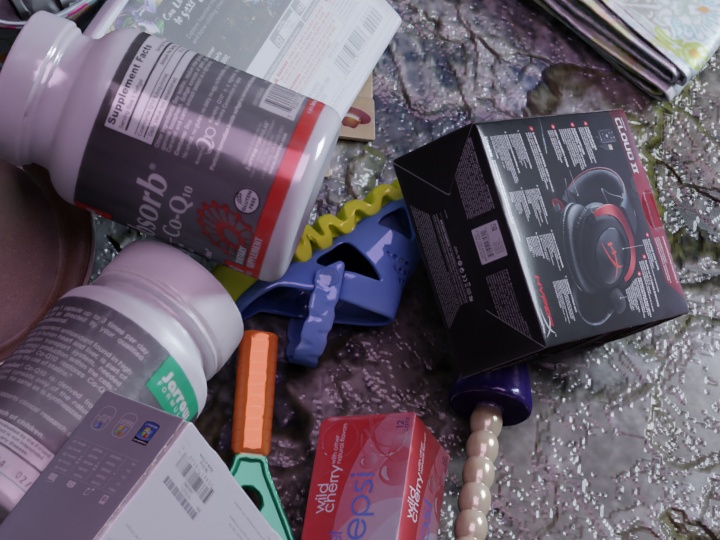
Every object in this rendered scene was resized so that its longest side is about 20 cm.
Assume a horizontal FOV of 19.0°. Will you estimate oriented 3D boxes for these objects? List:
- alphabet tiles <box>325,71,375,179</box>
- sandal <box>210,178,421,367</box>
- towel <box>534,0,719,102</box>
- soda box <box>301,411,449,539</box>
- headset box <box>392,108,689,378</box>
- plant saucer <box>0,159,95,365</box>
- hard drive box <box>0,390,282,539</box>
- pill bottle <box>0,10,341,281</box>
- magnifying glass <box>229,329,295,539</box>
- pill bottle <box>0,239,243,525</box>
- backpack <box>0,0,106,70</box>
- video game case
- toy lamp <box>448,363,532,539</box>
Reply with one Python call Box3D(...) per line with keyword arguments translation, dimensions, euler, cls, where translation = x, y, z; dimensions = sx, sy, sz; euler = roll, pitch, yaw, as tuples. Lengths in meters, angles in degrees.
Box3D(translation=(-0.071, -0.158, 1.511), dimensions=(0.165, 0.006, 0.202), euler=(6, 63, -15), cls="alphabet tiles")
Box3D(translation=(0.000, 0.000, 1.419), dimensions=(0.199, 0.080, 0.087), euler=(-27, 78, -18), cls="sandal")
Box3D(translation=(0.216, -0.240, 1.618), dimensions=(0.171, 0.048, 0.200), euler=(39, 60, 1), cls="towel")
Box3D(translation=(0.002, 0.189, 1.312), dimensions=(0.069, 0.063, 0.201), euler=(-5, 59, 24), cls="soda box")
Box3D(translation=(0.127, -0.022, 1.412), dimensions=(0.199, 0.075, 0.150), euler=(-11, 81, -51), cls="headset box")
Box3D(translation=(-0.268, -0.021, 1.368), dimensions=(0.198, 0.032, 0.202), euler=(7, 62, -13), cls="plant saucer")
Box3D(translation=(-0.141, 0.196, 1.207), dimensions=(0.076, 0.156, 0.200), euler=(14, 58, 42), cls="hard drive box")
Box3D(translation=(-0.121, -0.080, 1.325), dimensions=(0.199, 0.116, 0.116), euler=(21, 60, 1), cls="pill bottle")
Box3D(translation=(-0.071, 0.136, 1.338), dimensions=(0.079, 0.022, 0.202), euler=(7, 74, -9), cls="magnifying glass")
Box3D(translation=(-0.164, 0.082, 1.300), dimensions=(0.113, 0.113, 0.200), euler=(36, 61, 3), cls="pill bottle")
Box3D(translation=(-0.250, -0.230, 1.407), dimensions=(0.200, 0.151, 0.178), euler=(43, 58, 3), cls="backpack")
Box3D(translation=(-0.076, -0.161, 1.452), dimensions=(0.182, 0.023, 0.201), euler=(45, 57, -24), cls="video game case")
Box3D(translation=(0.076, 0.136, 1.382), dimensions=(0.058, 0.058, 0.201), euler=(14, 63, -10), cls="toy lamp")
